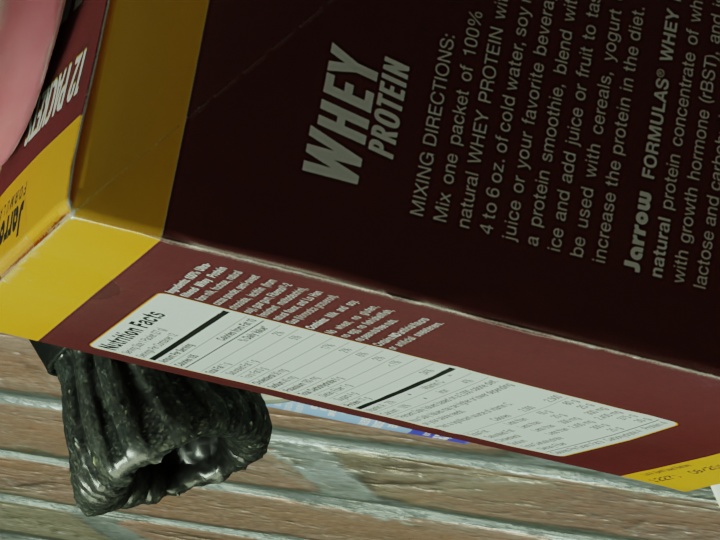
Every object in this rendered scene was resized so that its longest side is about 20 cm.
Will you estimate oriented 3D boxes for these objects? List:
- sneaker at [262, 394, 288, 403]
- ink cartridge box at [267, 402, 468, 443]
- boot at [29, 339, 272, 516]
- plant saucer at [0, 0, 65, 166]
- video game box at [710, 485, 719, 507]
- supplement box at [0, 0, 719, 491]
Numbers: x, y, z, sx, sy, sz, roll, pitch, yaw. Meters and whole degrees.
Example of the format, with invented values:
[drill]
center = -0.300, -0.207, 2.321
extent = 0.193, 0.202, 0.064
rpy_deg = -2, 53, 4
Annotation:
[sneaker]
center = 0.000, 0.000, 0.904
extent = 0.070, 0.080, 0.200
rpy_deg = -32, -159, -38
[ink cartridge box]
center = -0.008, -0.015, 1.032
extent = 0.200, 0.136, 0.076
rpy_deg = 11, 169, -1
[boot]
center = -0.096, -0.010, 0.834
extent = 0.079, 0.158, 0.211
rpy_deg = -19, 165, 18
[plant saucer]
center = -0.098, -0.101, 0.631
extent = 0.051, 0.201, 0.201
rpy_deg = 6, 168, -17
[video game box]
center = 0.210, 0.048, 0.958
extent = 0.182, 0.047, 0.200
rpy_deg = -10, 153, 12
[supplement box]
center = 0.029, -0.069, 0.659
extent = 0.200, 0.197, 0.133
rpy_deg = 14, 166, -15
